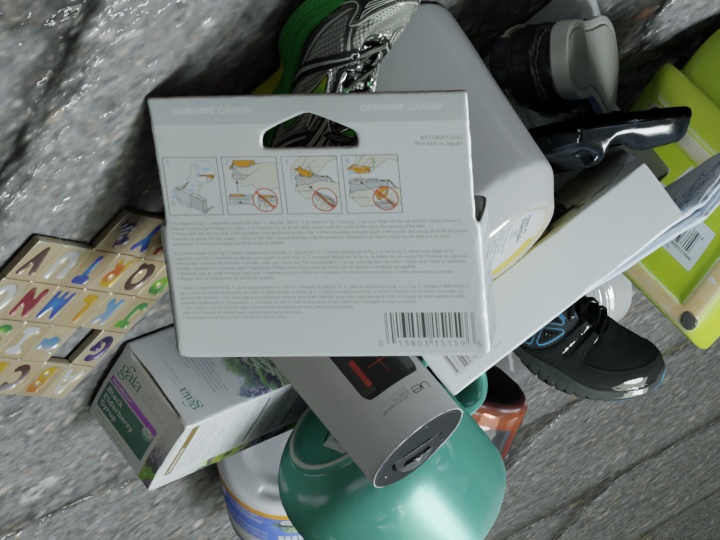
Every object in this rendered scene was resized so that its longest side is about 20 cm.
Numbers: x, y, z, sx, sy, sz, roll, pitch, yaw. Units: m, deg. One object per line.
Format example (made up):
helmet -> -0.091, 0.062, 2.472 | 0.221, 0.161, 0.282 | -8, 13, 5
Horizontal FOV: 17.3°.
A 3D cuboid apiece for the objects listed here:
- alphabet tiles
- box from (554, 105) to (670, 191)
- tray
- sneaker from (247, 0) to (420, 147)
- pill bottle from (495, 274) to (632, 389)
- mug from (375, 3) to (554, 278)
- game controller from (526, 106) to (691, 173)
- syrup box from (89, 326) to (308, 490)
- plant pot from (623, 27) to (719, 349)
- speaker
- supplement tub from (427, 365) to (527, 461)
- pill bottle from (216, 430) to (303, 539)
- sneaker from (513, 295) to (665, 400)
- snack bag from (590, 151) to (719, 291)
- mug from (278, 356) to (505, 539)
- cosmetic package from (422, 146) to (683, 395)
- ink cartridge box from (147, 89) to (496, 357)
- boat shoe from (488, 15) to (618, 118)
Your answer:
alphabet tiles -> -0.190, 0.022, 1.537 | 0.167, 0.008, 0.200 | -45, 161, 14
box -> 0.142, -0.040, 1.865 | 0.200, 0.082, 0.068 | -41, 175, 23
tray -> 0.146, -0.146, 1.773 | 0.107, 0.022, 0.200 | -41, 161, -1
sneaker -> -0.013, -0.106, 1.454 | 0.078, 0.085, 0.200 | -7, 143, -40
pill bottle -> 0.130, 0.040, 2.009 | 0.199, 0.114, 0.114 | -28, 158, -32
mug -> 0.057, -0.070, 1.575 | 0.150, 0.153, 0.186 | -48, 160, 19
game controller -> 0.152, -0.093, 1.627 | 0.104, 0.042, 0.200 | -17, -176, -14
syrup box -> -0.093, 0.080, 1.734 | 0.199, 0.079, 0.082 | -21, 154, -43
plant pot -> 0.297, -0.066, 1.935 | 0.181, 0.200, 0.199 | -25, 156, -48
speaker -> -0.020, 0.051, 1.620 | 0.081, 0.200, 0.081 | -35, 161, -14
supplement tub -> 0.051, 0.169, 1.890 | 0.107, 0.107, 0.201 | -8, 125, -57
pill bottle -> -0.059, 0.178, 1.963 | 0.112, 0.112, 0.200 | -35, 160, -13
sneaker -> 0.145, 0.033, 1.804 | 0.073, 0.199, 0.082 | -66, 179, -55
snack bag -> 0.226, -0.047, 1.742 | 0.188, 0.021, 0.200 | -36, -177, 43
mug -> 0.015, 0.135, 1.739 | 0.151, 0.186, 0.115 | -28, 123, 20
cosmetic package -> 0.125, -0.004, 1.661 | 0.200, 0.052, 0.151 | -38, -175, 4
ink cartridge box -> -0.022, -0.033, 1.431 | 0.044, 0.198, 0.175 | -69, 156, -63
boat shoe -> 0.140, -0.140, 1.657 | 0.060, 0.075, 0.200 | -2, -176, 18
